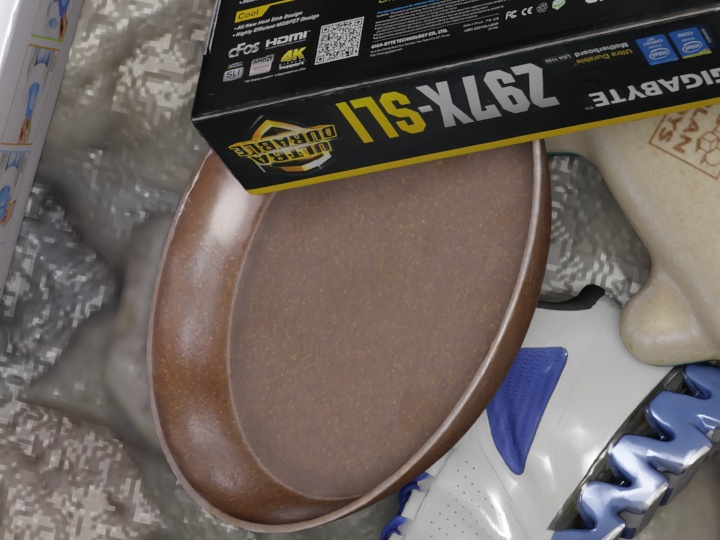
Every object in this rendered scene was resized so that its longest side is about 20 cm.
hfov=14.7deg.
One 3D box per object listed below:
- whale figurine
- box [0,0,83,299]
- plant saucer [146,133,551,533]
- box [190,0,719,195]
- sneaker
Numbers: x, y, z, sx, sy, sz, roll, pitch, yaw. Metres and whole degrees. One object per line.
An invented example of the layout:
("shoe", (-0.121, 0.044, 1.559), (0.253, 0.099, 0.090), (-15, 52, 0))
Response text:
("whale figurine", (0.144, -0.034, 1.007), (0.199, 0.104, 0.160), (29, 90, 25))
("box", (-0.181, -0.050, 1.031), (0.112, 0.101, 0.201), (16, 94, 6))
("plant saucer", (0.000, 0.000, 0.995), (0.034, 0.200, 0.201), (23, 96, -38))
("box", (0.047, -0.117, 0.950), (0.199, 0.049, 0.160), (-11, 50, 26))
("sneaker", (0.039, 0.075, 1.016), (0.199, 0.081, 0.115), (-41, 76, -17))
